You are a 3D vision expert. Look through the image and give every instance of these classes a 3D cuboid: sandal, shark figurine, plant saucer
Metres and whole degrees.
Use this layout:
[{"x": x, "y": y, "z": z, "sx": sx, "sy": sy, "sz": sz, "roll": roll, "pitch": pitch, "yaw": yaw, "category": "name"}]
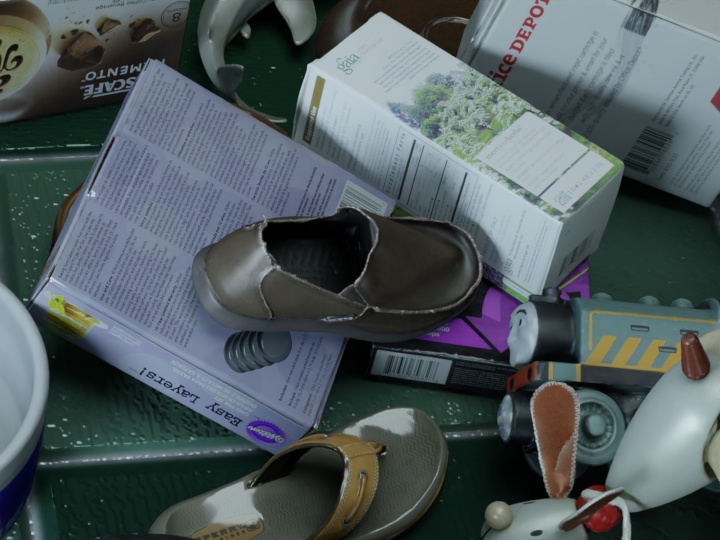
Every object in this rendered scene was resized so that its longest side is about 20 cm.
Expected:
[{"x": -0.031, "y": 0.126, "z": 1.331, "sx": 0.200, "sy": 0.055, "sz": 0.082, "roll": -16, "pitch": 54, "yaw": -26, "category": "sandal"}, {"x": -0.077, "y": -0.197, "z": 1.590, "sx": 0.128, "sy": 0.090, "sz": 0.215, "roll": 17, "pitch": 48, "yaw": 19, "category": "shark figurine"}, {"x": 0.067, "y": -0.151, "z": 1.629, "sx": 0.200, "sy": 0.032, "sz": 0.200, "roll": 7, "pitch": 48, "yaw": -8, "category": "plant saucer"}]

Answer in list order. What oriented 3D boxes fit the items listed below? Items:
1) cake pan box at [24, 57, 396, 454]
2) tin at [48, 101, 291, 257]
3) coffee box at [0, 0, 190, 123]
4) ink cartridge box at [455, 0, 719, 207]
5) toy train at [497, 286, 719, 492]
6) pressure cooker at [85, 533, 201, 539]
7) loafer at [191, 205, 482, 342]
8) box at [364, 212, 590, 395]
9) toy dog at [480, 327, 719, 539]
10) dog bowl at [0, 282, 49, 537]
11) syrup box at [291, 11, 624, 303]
[{"x": -0.086, "y": -0.013, "z": 1.402, "sx": 0.184, "sy": 0.052, "sz": 0.200, "roll": 30, "pitch": 51, "yaw": -14, "category": "cake pan box"}, {"x": -0.117, "y": -0.039, "z": 1.477, "sx": 0.112, "sy": 0.042, "sz": 0.200, "roll": 27, "pitch": 47, "yaw": 17, "category": "tin"}, {"x": -0.219, "y": -0.166, "z": 1.515, "sx": 0.200, "sy": 0.113, "sz": 0.080, "roll": -12, "pitch": 52, "yaw": -25, "category": "coffee box"}, {"x": 0.176, "y": -0.146, "z": 1.537, "sx": 0.200, "sy": 0.147, "sz": 0.083, "roll": 21, "pitch": 48, "yaw": -8, "category": "ink cartridge box"}, {"x": 0.179, "y": 0.071, "z": 1.395, "sx": 0.200, "sy": 0.085, "sz": 0.114, "roll": 5, "pitch": 74, "yaw": -12, "category": "toy train"}, {"x": -0.108, "y": 0.250, "z": 1.114, "sx": 0.175, "sy": 0.179, "sz": 0.200, "roll": 7, "pitch": 46, "yaw": -12, "category": "pressure cooker"}, {"x": 0.000, "y": 0.000, "z": 1.366, "sx": 0.200, "sy": 0.071, "sz": 0.073, "roll": -6, "pitch": 68, "yaw": -37, "category": "loafer"}, {"x": 0.077, "y": -0.006, "z": 1.493, "sx": 0.143, "sy": 0.036, "sz": 0.200, "roll": 8, "pitch": 45, "yaw": -7, "category": "box"}, {"x": 0.149, "y": 0.099, "z": 1.282, "sx": 0.200, "sy": 0.096, "sz": 0.132, "roll": -44, "pitch": 37, "yaw": -4, "category": "toy dog"}, {"x": -0.277, "y": 0.079, "z": 1.298, "sx": 0.200, "sy": 0.079, "sz": 0.200, "roll": 7, "pitch": 47, "yaw": -7, "category": "dog bowl"}, {"x": 0.059, "y": -0.073, "z": 1.472, "sx": 0.200, "sy": 0.082, "sz": 0.079, "roll": 33, "pitch": 48, "yaw": 18, "category": "syrup box"}]
